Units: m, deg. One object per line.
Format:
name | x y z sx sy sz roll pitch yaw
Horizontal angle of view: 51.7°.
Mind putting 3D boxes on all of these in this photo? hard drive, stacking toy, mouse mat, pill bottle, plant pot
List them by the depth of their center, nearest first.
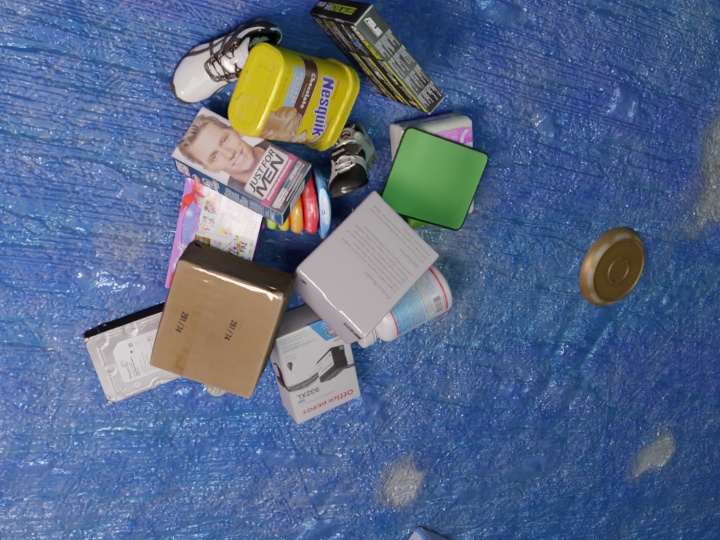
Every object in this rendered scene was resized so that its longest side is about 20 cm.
stacking toy | -0.154 -0.111 1.292 0.198 0.110 0.117 -6 112 -9
hard drive | -0.369 0.137 1.310 0.199 0.038 0.141 -19 118 -19
mouse mat | 0.138 -0.167 1.382 0.199 0.008 0.162 13 105 -29
pill bottle | 0.074 0.071 1.469 0.199 0.109 0.109 -27 121 -15
plant pot | 0.607 -0.004 1.766 0.199 0.027 0.202 -11 115 -24

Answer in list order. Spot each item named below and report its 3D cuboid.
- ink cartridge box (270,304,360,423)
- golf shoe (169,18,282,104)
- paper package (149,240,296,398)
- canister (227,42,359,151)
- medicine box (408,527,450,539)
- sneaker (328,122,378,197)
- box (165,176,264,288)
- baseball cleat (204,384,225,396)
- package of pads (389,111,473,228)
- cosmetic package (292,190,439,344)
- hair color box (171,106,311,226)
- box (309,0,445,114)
ink cartridge box | -0.093 0.174 1.440 0.144 0.084 0.201 -21 119 -20
golf shoe | -0.209 -0.330 1.157 0.200 0.094 0.078 -39 117 -8
paper package | -0.227 0.079 1.221 0.189 0.104 0.201 19 110 -1
canister | -0.105 -0.274 1.185 0.199 0.086 0.149 -7 128 -56
medicine box | 0.165 0.759 1.815 0.182 0.103 0.201 35 92 -34
sneaker | -0.024 -0.194 1.275 0.074 0.200 0.089 -14 117 18
box | -0.242 -0.049 1.253 0.136 0.039 0.201 16 109 -2
baseball cleat | -0.221 0.133 1.350 0.070 0.106 0.201 35 107 7
package of pads | 0.140 -0.192 1.417 0.153 0.068 0.201 -15 118 -20
cosmetic package | 0.000 0.000 1.316 0.165 0.165 0.200 45 75 -1
hair color box | -0.188 -0.165 1.184 0.199 0.061 0.100 27 74 2
box | 0.024 -0.353 1.211 0.048 0.193 0.200 -49 123 -2
